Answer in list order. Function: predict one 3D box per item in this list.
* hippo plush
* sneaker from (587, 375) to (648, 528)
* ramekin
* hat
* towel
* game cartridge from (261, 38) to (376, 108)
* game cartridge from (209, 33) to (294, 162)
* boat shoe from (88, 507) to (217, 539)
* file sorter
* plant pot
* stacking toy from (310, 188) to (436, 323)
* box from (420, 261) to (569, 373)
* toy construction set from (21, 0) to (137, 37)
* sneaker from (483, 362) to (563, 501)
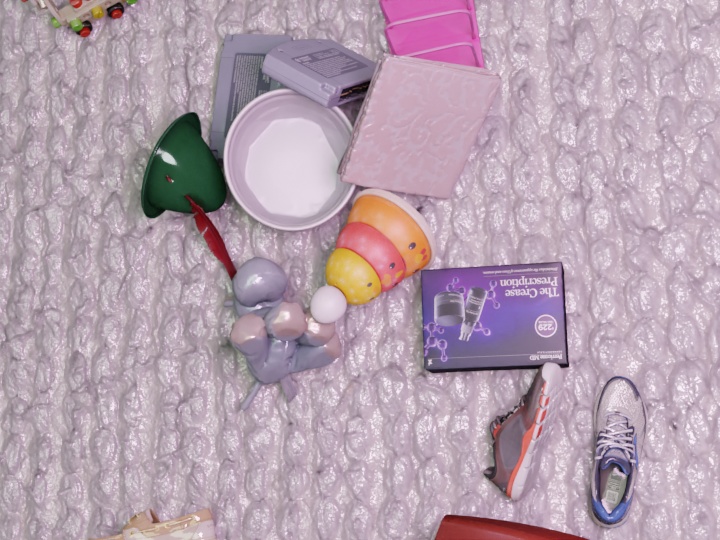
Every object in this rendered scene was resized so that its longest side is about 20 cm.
[{"bbox_3d":[-0.116,0.069,1.549,0.156,0.202,0.162,-9,51,-7],"label":"hippo plush"},{"bbox_3d":[0.344,0.241,1.425,0.076,0.085,0.204,3,81,14],"label":"sneaker"},{"bbox_3d":[-0.100,-0.156,1.564,0.196,0.105,0.204,0,89,-4],"label":"ramekin"},{"bbox_3d":[-0.211,-0.112,1.591,0.174,0.201,0.167,27,61,9],"label":"hat"},{"bbox_3d":[0.080,-0.198,1.485,0.202,0.188,0.032,-67,31,31],"label":"towel"},{"bbox_3d":[-0.054,-0.291,1.559,0.132,0.200,0.041,34,119,14],"label":"game cartridge"},{"bbox_3d":[-0.159,-0.263,1.654,0.131,0.042,0.204,6,82,10],"label":"game cartridge"},{"bbox_3d":[-0.306,0.383,1.567,0.196,0.074,0.070,-6,77,3],"label":"boat shoe"},{"bbox_3d":[0.100,-0.343,1.558,0.137,0.125,0.204,-10,79,11],"label":"file sorter"},{"bbox_3d":[0.180,0.414,1.390,0.174,0.199,0.203,19,86,27],"label":"plant pot"},{"bbox_3d":[0.000,0.000,1.485,0.145,0.147,0.201,33,64,16],"label":"stacking toy"},{"bbox_3d":[0.188,0.068,1.497,0.196,0.079,0.144,-4,83,12],"label":"box"},{"bbox_3d":[-0.440,-0.441,1.699,0.197,0.131,0.094,-12,78,11],"label":"toy construction set"},{"bbox_3d":[0.212,0.211,1.448,0.081,0.077,0.203,24,107,28],"label":"sneaker"}]
